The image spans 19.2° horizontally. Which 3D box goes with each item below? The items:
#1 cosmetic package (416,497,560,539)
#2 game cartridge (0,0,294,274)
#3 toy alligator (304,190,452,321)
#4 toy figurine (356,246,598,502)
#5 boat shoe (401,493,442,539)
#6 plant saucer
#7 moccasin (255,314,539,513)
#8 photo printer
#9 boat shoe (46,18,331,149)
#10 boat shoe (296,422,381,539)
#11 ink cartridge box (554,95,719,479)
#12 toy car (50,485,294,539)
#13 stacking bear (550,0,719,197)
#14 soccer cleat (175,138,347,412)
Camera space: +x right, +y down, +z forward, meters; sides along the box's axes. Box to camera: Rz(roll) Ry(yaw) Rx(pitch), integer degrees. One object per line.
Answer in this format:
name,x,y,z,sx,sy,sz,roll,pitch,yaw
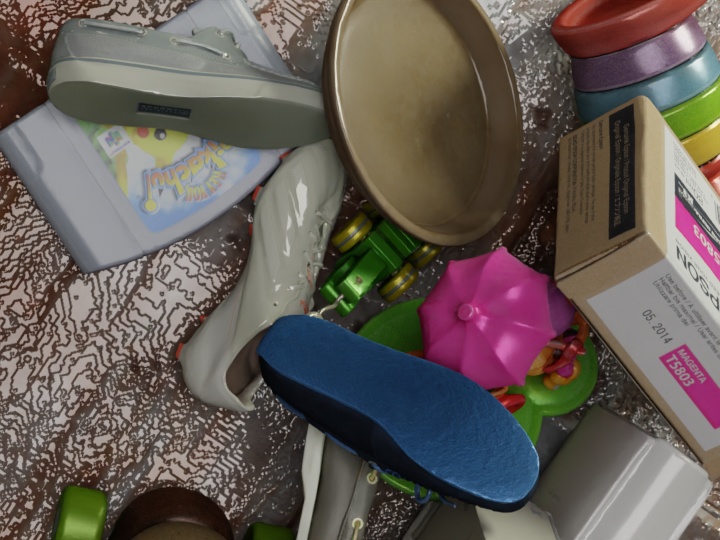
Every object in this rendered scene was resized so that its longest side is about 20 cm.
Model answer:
cosmetic package,0.048,0.241,1.367,0.073,0.104,0.201,28,107,-16
game cartridge,-0.135,-0.092,1.469,0.199,0.040,0.134,-35,100,-10
toy alligator,0.000,0.000,1.459,0.059,0.054,0.200,47,50,-6
toy figurine,0.098,0.050,1.422,0.199,0.184,0.151,-17,73,-19
boat shoe,0.018,0.223,1.480,0.066,0.072,0.200,41,86,5
plant saucer,0.041,-0.114,1.460,0.199,0.029,0.202,15,69,-45
moccasin,0.027,0.092,1.344,0.199,0.068,0.081,33,62,19
photo printer,0.143,0.195,1.450,0.069,0.166,0.201,36,90,-9
boat shoe,-0.108,-0.133,1.422,0.199,0.070,0.072,8,64,-13
boat shoe,-0.015,0.185,1.389,0.060,0.072,0.203,7,82,2
ink cartridge box,0.211,0.010,1.413,0.075,0.165,0.200,-28,119,23
toy car,-0.122,0.226,1.383,0.163,0.200,0.159,12,87,-11
stacking bear,0.217,-0.100,1.505,0.114,0.121,0.201,-36,111,-39
soccer cleat,-0.053,0.006,1.456,0.069,0.077,0.201,30,87,-45
